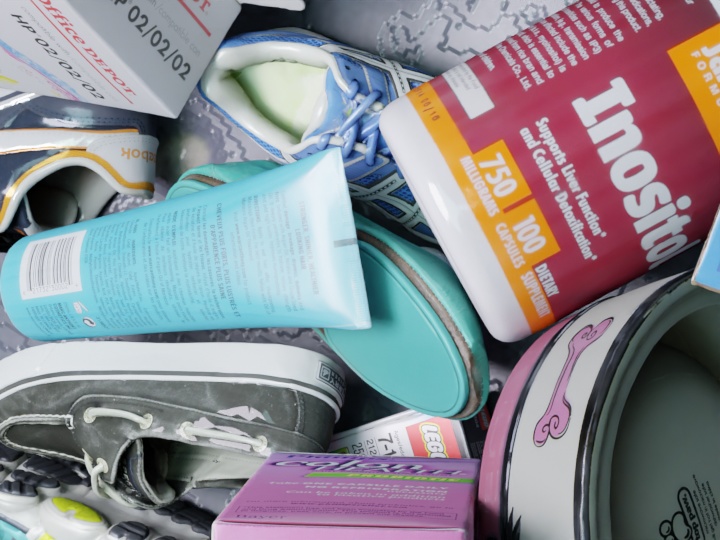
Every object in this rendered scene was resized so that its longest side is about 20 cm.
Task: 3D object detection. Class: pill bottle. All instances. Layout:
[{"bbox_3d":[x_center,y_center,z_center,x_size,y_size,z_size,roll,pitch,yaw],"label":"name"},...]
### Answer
[{"bbox_3d":[0.118,-0.063,1.076,0.200,0.113,0.113,-29,77,1],"label":"pill bottle"}]

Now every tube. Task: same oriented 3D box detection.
[{"bbox_3d":[-0.078,-0.003,1.174,0.200,0.050,0.077,-8,98,41],"label":"tube"}]

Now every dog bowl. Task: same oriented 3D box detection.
[{"bbox_3d":[0.127,0.097,1.061,0.074,0.200,0.200,-4,89,44],"label":"dog bowl"}]

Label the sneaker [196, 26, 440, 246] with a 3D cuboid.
[{"bbox_3d":[0.014,-0.055,1.173,0.200,0.077,0.076,20,98,22],"label":"sneaker"}]

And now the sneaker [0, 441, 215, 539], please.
[{"bbox_3d":[-0.152,0.134,1.262,0.200,0.078,0.080,24,110,24],"label":"sneaker"}]

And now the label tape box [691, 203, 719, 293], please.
[{"bbox_3d":[0.247,-0.031,1.029,0.200,0.063,0.144,20,100,3],"label":"label tape box"}]

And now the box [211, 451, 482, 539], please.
[{"bbox_3d":[-0.002,0.173,1.052,0.097,0.200,0.176,1,93,3],"label":"box"}]

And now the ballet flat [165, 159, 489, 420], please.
[{"bbox_3d":[0.000,0.000,1.179,0.200,0.070,0.067,31,123,35],"label":"ballet flat"}]

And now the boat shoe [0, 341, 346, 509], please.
[{"bbox_3d":[-0.101,0.073,1.211,0.200,0.071,0.064,-5,58,34],"label":"boat shoe"}]

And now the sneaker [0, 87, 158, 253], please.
[{"bbox_3d":[-0.188,-0.042,1.273,0.200,0.078,0.079,-18,77,24],"label":"sneaker"}]

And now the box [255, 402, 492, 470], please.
[{"bbox_3d":[0.031,0.165,1.189,0.110,0.035,0.200,-21,82,26],"label":"box"}]

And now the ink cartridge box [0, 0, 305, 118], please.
[{"bbox_3d":[-0.136,-0.131,1.160,0.200,0.115,0.068,11,65,41],"label":"ink cartridge box"}]
